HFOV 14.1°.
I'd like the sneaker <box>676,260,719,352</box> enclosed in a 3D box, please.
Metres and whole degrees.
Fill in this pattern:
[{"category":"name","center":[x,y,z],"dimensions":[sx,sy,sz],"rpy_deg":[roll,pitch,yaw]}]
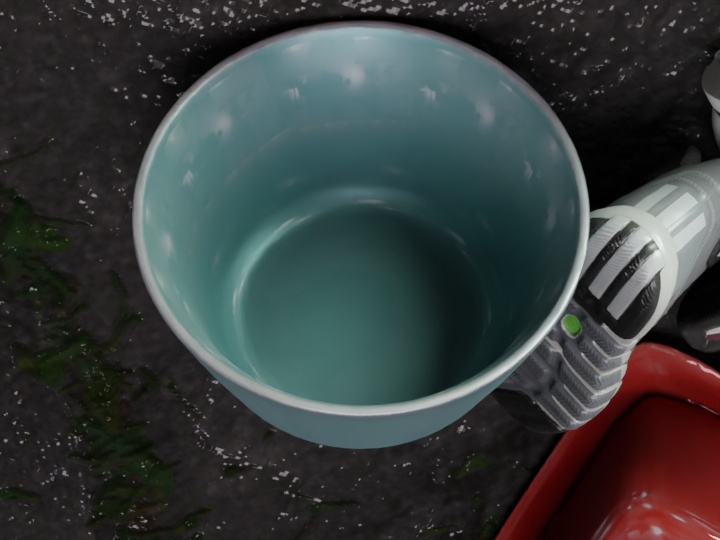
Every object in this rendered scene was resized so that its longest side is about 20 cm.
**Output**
[{"category":"sneaker","center":[0.258,0.023,1.378],"dimensions":[0.199,0.076,0.116],"rpy_deg":[-24,110,16]}]

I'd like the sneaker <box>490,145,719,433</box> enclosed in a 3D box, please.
[{"category":"sneaker","center":[0.129,0.004,1.376],"dimensions":[0.075,0.115,0.200],"rpy_deg":[50,153,4]}]

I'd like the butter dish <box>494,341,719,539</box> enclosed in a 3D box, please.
[{"category":"butter dish","center":[0.165,0.173,1.444],"dimensions":[0.199,0.148,0.200],"rpy_deg":[30,124,-1]}]

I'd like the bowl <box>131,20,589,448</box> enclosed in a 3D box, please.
[{"category":"bowl","center":[0.000,0.000,1.306],"dimensions":[0.200,0.202,0.105],"rpy_deg":[-2,148,-1]}]

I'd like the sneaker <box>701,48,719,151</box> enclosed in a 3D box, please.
[{"category":"sneaker","center":[0.244,-0.045,1.294],"dimensions":[0.076,0.200,0.081],"rpy_deg":[-41,139,-28]}]
